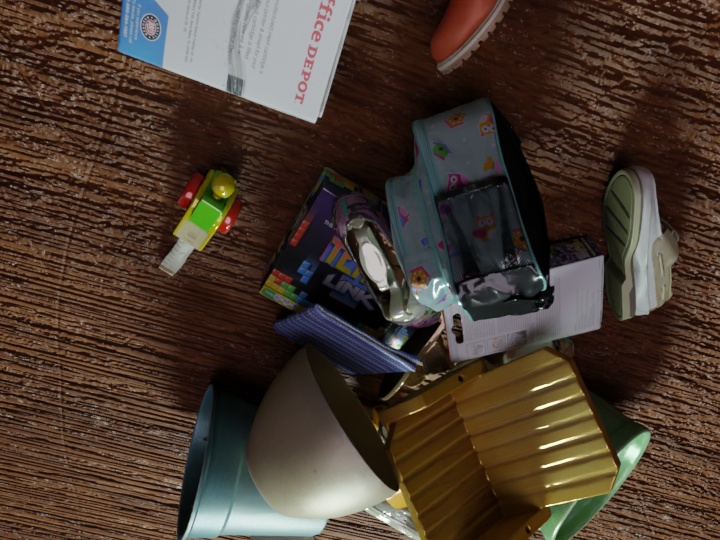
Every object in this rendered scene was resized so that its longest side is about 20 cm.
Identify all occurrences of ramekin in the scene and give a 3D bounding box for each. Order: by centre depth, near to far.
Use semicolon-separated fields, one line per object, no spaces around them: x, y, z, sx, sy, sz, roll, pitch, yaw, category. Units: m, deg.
0.290;0.262;0.827;0.196;0.097;0.204;-27;138;-27;ramekin

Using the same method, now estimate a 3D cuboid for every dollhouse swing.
0.159;0.211;0.693;0.175;0.178;0.205;-32;79;51;dollhouse swing

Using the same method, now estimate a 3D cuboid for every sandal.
0.098;0.103;0.789;0.068;0.078;0.215;24;117;-7;sandal

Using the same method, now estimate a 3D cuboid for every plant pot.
-0.060;0.214;0.733;0.133;0.201;0.202;-36;118;2;plant pot
-0.141;0.283;0.857;0.190;0.203;0.204;15;124;-18;plant pot

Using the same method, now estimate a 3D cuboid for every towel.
-0.025;0.086;0.746;0.142;0.024;0.199;30;160;-14;towel

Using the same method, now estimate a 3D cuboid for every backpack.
0.106;-0.058;0.608;0.148;0.208;0.175;-9;169;18;backpack

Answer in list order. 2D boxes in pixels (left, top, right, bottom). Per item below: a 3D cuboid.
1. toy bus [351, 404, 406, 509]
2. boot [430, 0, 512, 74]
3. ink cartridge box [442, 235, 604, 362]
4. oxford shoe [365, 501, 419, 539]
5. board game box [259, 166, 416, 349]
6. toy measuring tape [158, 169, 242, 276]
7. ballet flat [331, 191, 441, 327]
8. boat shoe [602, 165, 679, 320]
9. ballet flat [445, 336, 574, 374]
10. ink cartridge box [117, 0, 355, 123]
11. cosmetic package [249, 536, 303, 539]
0.039;0.272;0.902;0.063;0.079;0.203;-22;121;17;toy bus
0.101;-0.284;0.539;0.105;0.076;0.203;26;113;-12;boot
0.193;0.037;0.743;0.193;0.051;0.112;-13;123;1;ink cartridge box
0.030;0.365;0.982;0.196;0.075;0.059;31;82;-9;oxford shoe
0.000;0.000;0.736;0.196;0.057;0.167;28;122;-16;board game box
-0.187;-0.061;0.711;0.072;0.075;0.199;31;142;-18;toy measuring tape
0.030;0.007;0.664;0.068;0.072;0.202;-26;120;15;ballet flat
0.323;-0.034;0.698;0.066;0.076;0.204;-14;130;4;boat shoe
0.184;0.124;0.802;0.195;0.072;0.065;-27;149;10;ballet flat
-0.106;-0.247;0.556;0.194;0.085;0.147;18;124;-9;ink cartridge box
-0.126;0.528;1.084;0.098;0.072;0.205;-7;123;7;cosmetic package
